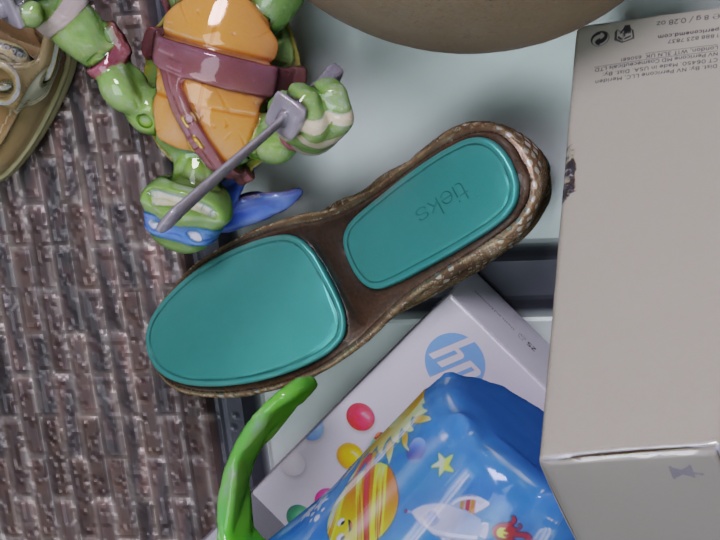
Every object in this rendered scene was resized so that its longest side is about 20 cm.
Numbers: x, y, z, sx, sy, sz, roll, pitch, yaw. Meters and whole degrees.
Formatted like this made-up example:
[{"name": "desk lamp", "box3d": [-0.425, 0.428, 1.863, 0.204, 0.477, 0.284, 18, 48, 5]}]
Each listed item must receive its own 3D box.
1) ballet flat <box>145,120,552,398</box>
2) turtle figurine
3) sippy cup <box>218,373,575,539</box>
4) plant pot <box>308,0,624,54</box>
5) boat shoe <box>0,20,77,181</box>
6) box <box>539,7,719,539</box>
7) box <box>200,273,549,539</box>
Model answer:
[{"name": "ballet flat", "box3d": [0.000, 0.000, 0.936, 0.199, 0.065, 0.071, -25, 82, 25]}, {"name": "turtle figurine", "box3d": [-0.065, -0.106, 0.864, 0.143, 0.199, 0.196, 16, 91, 46]}, {"name": "sippy cup", "box3d": [0.036, 0.119, 0.887, 0.177, 0.140, 0.131, 30, 105, -21]}, {"name": "plant pot", "box3d": [0.042, -0.190, 0.772, 0.198, 0.134, 0.202, 0, 82, -3]}, {"name": "boat shoe", "box3d": [-0.156, -0.125, 0.945, 0.073, 0.063, 0.201, 22, 114, 8]}, {"name": "box", "box3d": [0.114, 0.003, 0.826, 0.068, 0.201, 0.082, -5, 142, 19]}, {"name": "box", "box3d": [0.035, 0.122, 0.982, 0.156, 0.041, 0.200, 44, 114, -1]}]
